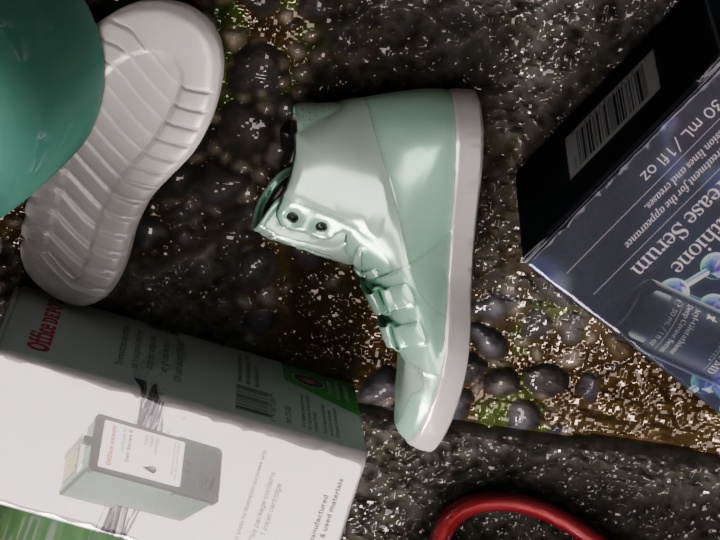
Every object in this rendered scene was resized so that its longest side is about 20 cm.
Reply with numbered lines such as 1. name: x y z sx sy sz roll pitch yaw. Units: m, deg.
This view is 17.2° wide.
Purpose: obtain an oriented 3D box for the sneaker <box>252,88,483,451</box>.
1. sneaker: 0.000 0.000 1.270 0.118 0.074 0.201 0 109 -5

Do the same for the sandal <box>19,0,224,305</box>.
1. sandal: -0.128 -0.069 1.258 0.082 0.050 0.203 35 126 1

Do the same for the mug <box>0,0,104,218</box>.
1. mug: -0.232 -0.100 1.185 0.185 0.114 0.152 33 124 3

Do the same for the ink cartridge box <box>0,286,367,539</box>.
1. ink cartridge box: -0.105 0.087 1.275 0.199 0.146 0.084 17 101 -6

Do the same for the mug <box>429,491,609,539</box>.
1. mug: 0.113 0.230 1.362 0.199 0.134 0.178 1 120 -2

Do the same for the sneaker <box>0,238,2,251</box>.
1. sneaker: -0.226 0.024 1.221 0.074 0.200 0.082 9 103 -9

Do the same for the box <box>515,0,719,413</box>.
1. box: 0.202 -0.021 1.235 0.200 0.107 0.148 36 113 -17

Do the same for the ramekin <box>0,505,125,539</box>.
1. ramekin: -0.139 0.201 1.323 0.199 0.098 0.200 13 161 5
